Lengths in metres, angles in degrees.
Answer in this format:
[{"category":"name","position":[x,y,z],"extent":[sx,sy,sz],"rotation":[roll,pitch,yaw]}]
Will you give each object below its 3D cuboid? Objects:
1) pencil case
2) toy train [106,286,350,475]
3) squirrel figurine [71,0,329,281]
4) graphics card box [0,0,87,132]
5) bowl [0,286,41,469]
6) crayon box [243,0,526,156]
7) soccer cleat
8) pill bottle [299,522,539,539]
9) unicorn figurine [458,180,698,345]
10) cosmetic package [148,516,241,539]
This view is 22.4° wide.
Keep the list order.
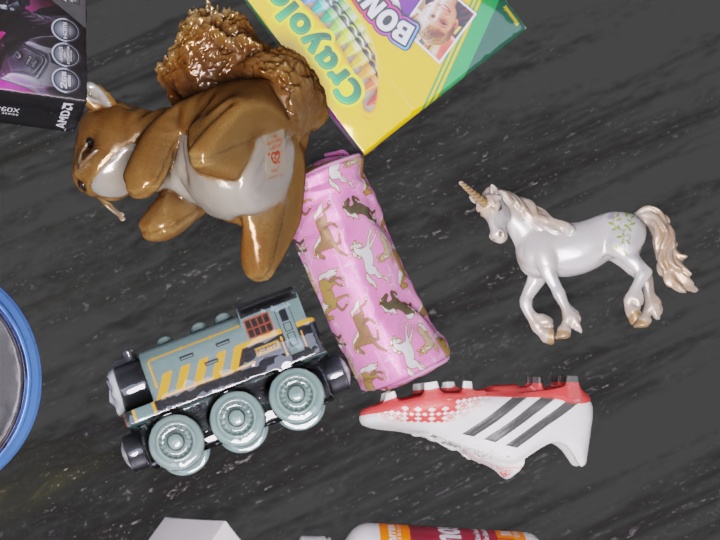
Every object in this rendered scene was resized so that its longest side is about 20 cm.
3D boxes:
[{"category":"pencil case","position":[0.000,0.000,1.504],"extent":[0.082,0.087,0.201],"rotation":[-25,93,10]},{"category":"toy train","position":[-0.111,0.094,1.500],"extent":[0.199,0.085,0.114],"rotation":[-21,80,-3]},{"category":"squirrel figurine","position":[-0.134,-0.113,1.459],"extent":[0.186,0.142,0.201],"rotation":[10,59,34]},{"category":"graphics card box","position":[-0.315,-0.182,1.423],"extent":[0.199,0.051,0.126],"rotation":[8,57,-20]},{"category":"bowl","position":[-0.364,0.090,1.495],"extent":[0.199,0.039,0.202],"rotation":[0,90,-5]},{"category":"crayon box","position":[0.009,-0.227,1.516],"extent":[0.172,0.058,0.200],"rotation":[-38,93,-4]},{"category":"soccer cleat","position":[0.099,0.134,1.522],"extent":[0.199,0.069,0.086],"rotation":[-3,86,-9]},{"category":"pill bottle","position":[0.047,0.266,1.493],"extent":[0.199,0.113,0.114],"rotation":[4,90,-5]},{"category":"unicorn figurine","position":[0.175,-0.012,1.531],"extent":[0.199,0.074,0.138],"rotation":[-8,81,-19]},{"category":"cosmetic package","position":[-0.155,0.303,1.432],"extent":[0.108,0.085,0.200],"rotation":[57,50,-26]}]
